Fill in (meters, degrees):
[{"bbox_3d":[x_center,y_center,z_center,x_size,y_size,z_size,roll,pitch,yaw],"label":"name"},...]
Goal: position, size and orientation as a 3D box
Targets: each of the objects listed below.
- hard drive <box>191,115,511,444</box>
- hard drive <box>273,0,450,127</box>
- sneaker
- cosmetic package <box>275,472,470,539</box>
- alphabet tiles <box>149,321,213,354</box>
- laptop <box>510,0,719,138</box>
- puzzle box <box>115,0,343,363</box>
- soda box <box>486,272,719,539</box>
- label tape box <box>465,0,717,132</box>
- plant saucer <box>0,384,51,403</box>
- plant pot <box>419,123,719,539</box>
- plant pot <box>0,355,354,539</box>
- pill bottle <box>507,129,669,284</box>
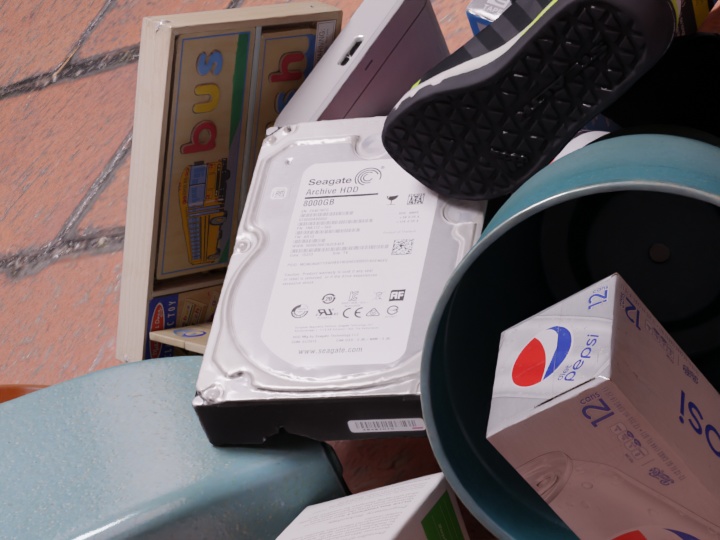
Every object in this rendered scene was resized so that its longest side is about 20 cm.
[{"bbox_3d":[0.000,0.000,1.286,0.139,0.038,0.201,-2,46,18],"label":"hard drive"},{"bbox_3d":[0.021,-0.064,1.483,0.027,0.201,0.132,19,61,31],"label":"hard drive"},{"bbox_3d":[0.094,-0.103,1.234,0.200,0.072,0.083,-30,21,43],"label":"sneaker"},{"bbox_3d":[-0.007,0.181,1.150,0.084,0.108,0.200,-16,11,21],"label":"cosmetic package"},{"bbox_3d":[0.010,0.036,1.388,0.199,0.008,0.167,-8,12,-40],"label":"alphabet tiles"},{"bbox_3d":[0.179,-0.116,1.323,0.103,0.177,0.201,-43,38,25],"label":"laptop"},{"bbox_3d":[-0.075,-0.050,1.413,0.132,0.202,0.025,-12,25,-43],"label":"puzzle box"},{"bbox_3d":[0.137,0.099,1.053,0.063,0.200,0.069,-27,31,28],"label":"soda box"},{"bbox_3d":[0.152,-0.172,1.503,0.063,0.145,0.200,22,64,29],"label":"label tape box"},{"bbox_3d":[-0.189,0.112,1.559,0.200,0.199,0.033,-147,62,-64],"label":"plant saucer"},{"bbox_3d":[0.139,0.022,1.201,0.199,0.201,0.188,-33,13,20],"label":"plant pot"},{"bbox_3d":[-0.093,0.157,1.323,0.199,0.197,0.196,-26,26,-2],"label":"plant pot"},{"bbox_3d":[0.091,-0.025,1.385,0.199,0.113,0.113,8,53,40],"label":"pill bottle"}]
